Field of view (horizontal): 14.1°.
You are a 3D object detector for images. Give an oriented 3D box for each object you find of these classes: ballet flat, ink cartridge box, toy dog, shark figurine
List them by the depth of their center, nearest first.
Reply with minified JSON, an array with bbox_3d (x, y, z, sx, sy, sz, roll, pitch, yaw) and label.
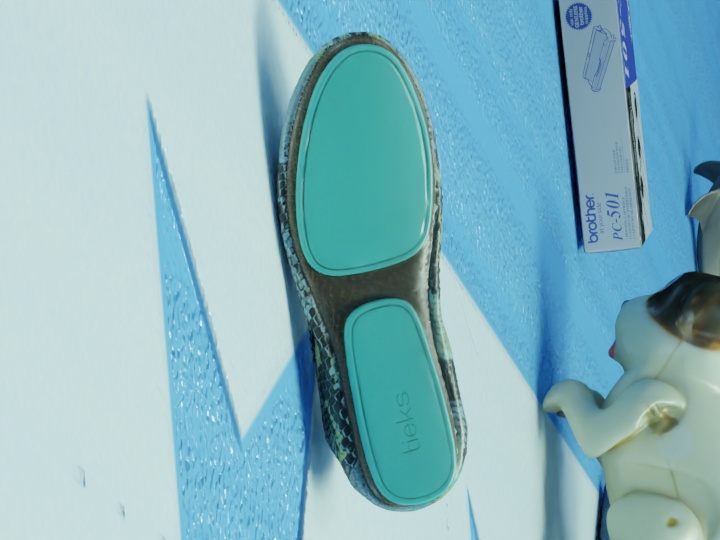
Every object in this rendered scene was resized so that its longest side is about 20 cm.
[{"bbox_3d":[0.000,0.000,1.216,0.074,0.074,0.201,-39,125,-75],"label":"ballet flat"},{"bbox_3d":[0.203,0.100,1.799,0.139,0.193,0.201,25,66,-62],"label":"toy dog"},{"bbox_3d":[0.171,-0.118,2.046,0.094,0.044,0.201,-37,121,-77],"label":"ink cartridge box"},{"bbox_3d":[0.338,-0.030,2.756,0.089,0.128,0.216,4,99,-52],"label":"shark figurine"}]

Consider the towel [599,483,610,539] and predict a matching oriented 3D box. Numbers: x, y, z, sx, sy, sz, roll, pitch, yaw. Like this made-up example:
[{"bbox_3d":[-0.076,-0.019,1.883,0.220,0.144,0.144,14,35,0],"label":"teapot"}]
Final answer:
[{"bbox_3d":[0.190,0.243,1.985,0.201,0.048,0.112,-81,162,-49],"label":"towel"}]
